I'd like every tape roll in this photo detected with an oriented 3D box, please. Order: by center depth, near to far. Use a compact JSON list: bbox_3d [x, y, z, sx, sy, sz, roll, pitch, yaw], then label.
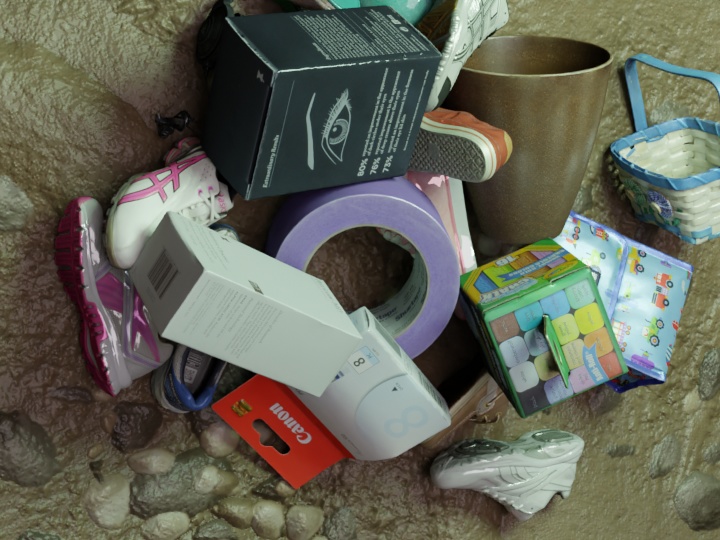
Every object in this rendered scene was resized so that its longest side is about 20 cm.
[{"bbox_3d":[0.000,0.000,1.514,0.198,0.085,0.202,-3,113,-6],"label":"tape roll"}]

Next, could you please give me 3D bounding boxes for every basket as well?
[{"bbox_3d":[0.373,-0.141,1.669,0.138,0.176,0.202,-18,113,-19],"label":"basket"}]

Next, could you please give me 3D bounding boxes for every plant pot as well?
[{"bbox_3d":[0.177,-0.139,1.591,0.186,0.187,0.202,-11,114,-24],"label":"plant pot"}]

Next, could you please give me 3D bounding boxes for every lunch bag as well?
[{"bbox_3d":[0.266,0.028,1.673,0.199,0.094,0.152,27,67,-19],"label":"lunch bag"}]

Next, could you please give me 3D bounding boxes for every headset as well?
[{"bbox_3d":[-0.129,-0.209,1.495,0.124,0.094,0.200,50,59,-17],"label":"headset"}]

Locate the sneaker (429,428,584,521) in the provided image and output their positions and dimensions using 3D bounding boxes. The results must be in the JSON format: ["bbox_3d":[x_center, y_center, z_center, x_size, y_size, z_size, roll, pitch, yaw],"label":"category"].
[{"bbox_3d":[0.171,0.243,1.666,0.198,0.078,0.100,-3,100,-24],"label":"sneaker"}]

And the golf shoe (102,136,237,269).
[{"bbox_3d":[-0.174,-0.069,1.417,0.200,0.091,0.073,-51,137,-42],"label":"golf shoe"}]

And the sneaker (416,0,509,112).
[{"bbox_3d":[0.111,-0.249,1.478,0.087,0.075,0.202,19,90,-34],"label":"sneaker"}]

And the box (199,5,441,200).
[{"bbox_3d":[-0.041,-0.167,1.424,0.199,0.104,0.149,-10,133,-34],"label":"box"}]

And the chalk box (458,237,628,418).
[{"bbox_3d":[0.189,0.061,1.498,0.123,0.200,0.126,-23,106,-3],"label":"chalk box"}]

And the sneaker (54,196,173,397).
[{"bbox_3d":[-0.244,0.019,1.449,0.088,0.081,0.202,-20,110,-26],"label":"sneaker"}]

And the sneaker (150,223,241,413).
[{"bbox_3d":[-0.152,0.052,1.487,0.077,0.085,0.202,13,89,-26],"label":"sneaker"}]

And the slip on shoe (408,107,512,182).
[{"bbox_3d":[0.077,-0.142,1.525,0.061,0.199,0.075,-25,124,-38],"label":"slip on shoe"}]

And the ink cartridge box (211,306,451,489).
[{"bbox_3d":[-0.030,0.148,1.509,0.199,0.047,0.160,-33,123,13],"label":"ink cartridge box"}]

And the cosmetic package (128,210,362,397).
[{"bbox_3d":[-0.108,0.034,1.377,0.199,0.113,0.081,23,110,-39],"label":"cosmetic package"}]

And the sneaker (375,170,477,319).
[{"bbox_3d":[0.069,-0.032,1.597,0.104,0.075,0.202,-14,112,-6],"label":"sneaker"}]

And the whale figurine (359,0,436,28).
[{"bbox_3d":[0.021,-0.316,1.525,0.159,0.104,0.200,-45,109,-15],"label":"whale figurine"}]

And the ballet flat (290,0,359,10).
[{"bbox_3d":[-0.076,-0.323,1.482,0.201,0.067,0.068,55,42,2],"label":"ballet flat"}]

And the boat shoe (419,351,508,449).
[{"bbox_3d":[0.141,0.138,1.641,0.200,0.074,0.067,-43,105,-16],"label":"boat shoe"}]
